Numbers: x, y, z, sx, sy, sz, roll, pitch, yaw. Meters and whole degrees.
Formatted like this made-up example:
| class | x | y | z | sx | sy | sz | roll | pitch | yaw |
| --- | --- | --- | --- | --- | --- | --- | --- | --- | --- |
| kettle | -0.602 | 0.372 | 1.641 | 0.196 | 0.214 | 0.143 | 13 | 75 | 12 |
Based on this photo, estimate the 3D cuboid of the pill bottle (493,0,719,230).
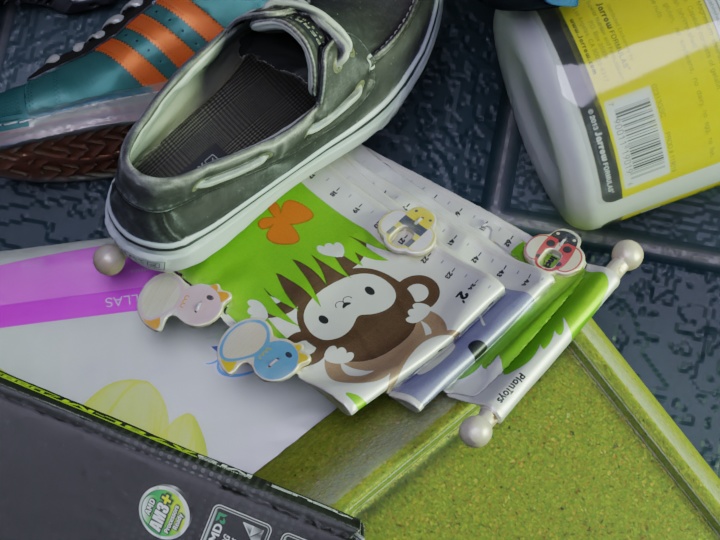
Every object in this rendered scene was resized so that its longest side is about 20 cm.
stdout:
| class | x | y | z | sx | sy | sz | roll | pitch | yaw |
| --- | --- | --- | --- | --- | --- | --- | --- | --- | --- |
| pill bottle | 0.167 | -0.100 | 0.922 | 0.199 | 0.112 | 0.113 | -20 | 76 | -3 |

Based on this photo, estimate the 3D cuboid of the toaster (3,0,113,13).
| class | x | y | z | sx | sy | sz | roll | pitch | yaw |
| --- | --- | --- | --- | --- | --- | --- | --- | --- | --- |
| toaster | -0.143 | -0.204 | 0.942 | 0.113 | 0.200 | 0.130 | 0 | 69 | -30 |

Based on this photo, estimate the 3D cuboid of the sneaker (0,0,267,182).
| class | x | y | z | sx | sy | sz | roll | pitch | yaw |
| --- | --- | --- | --- | --- | --- | --- | --- | --- | --- |
| sneaker | -0.088 | -0.099 | 0.959 | 0.199 | 0.071 | 0.080 | -16 | 75 | -10 |

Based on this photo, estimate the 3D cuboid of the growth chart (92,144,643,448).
| class | x | y | z | sx | sy | sz | roll | pitch | yaw |
| --- | --- | --- | --- | --- | --- | --- | --- | --- | --- |
| growth chart | 0.000 | 0.000 | 0.879 | 0.199 | 0.018 | 0.145 | 26 | 55 | 19 |

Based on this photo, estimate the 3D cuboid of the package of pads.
| class | x | y | z | sx | sy | sz | roll | pitch | yaw |
| --- | --- | --- | --- | --- | --- | --- | --- | --- | --- |
| package of pads | -0.100 | 0.065 | 0.915 | 0.199 | 0.068 | 0.155 | -8 | 75 | 1 |

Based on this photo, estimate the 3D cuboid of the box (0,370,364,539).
| class | x | y | z | sx | sy | sz | roll | pitch | yaw |
| --- | --- | --- | --- | --- | --- | --- | --- | --- | --- |
| box | -0.121 | 0.153 | 0.800 | 0.192 | 0.048 | 0.201 | 23 | 91 | -2 |

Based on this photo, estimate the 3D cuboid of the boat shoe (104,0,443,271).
| class | x | y | z | sx | sy | sz | roll | pitch | yaw |
| --- | --- | --- | --- | --- | --- | --- | --- | --- | --- |
| boat shoe | -0.028 | -0.080 | 0.879 | 0.072 | 0.071 | 0.200 | 36 | 63 | 9 |

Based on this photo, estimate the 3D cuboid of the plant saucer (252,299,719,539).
| class | x | y | z | sx | sy | sz | roll | pitch | yaw |
| --- | --- | --- | --- | --- | --- | --- | --- | --- | --- |
| plant saucer | 0.073 | 0.118 | 0.864 | 0.200 | 0.048 | 0.200 | -37 | 86 | -23 |

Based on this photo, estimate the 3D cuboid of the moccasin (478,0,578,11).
| class | x | y | z | sx | sy | sz | roll | pitch | yaw |
| --- | --- | --- | --- | --- | --- | --- | --- | --- | --- |
| moccasin | 0.053 | -0.174 | 0.913 | 0.068 | 0.200 | 0.081 | -3 | 115 | -1 |
